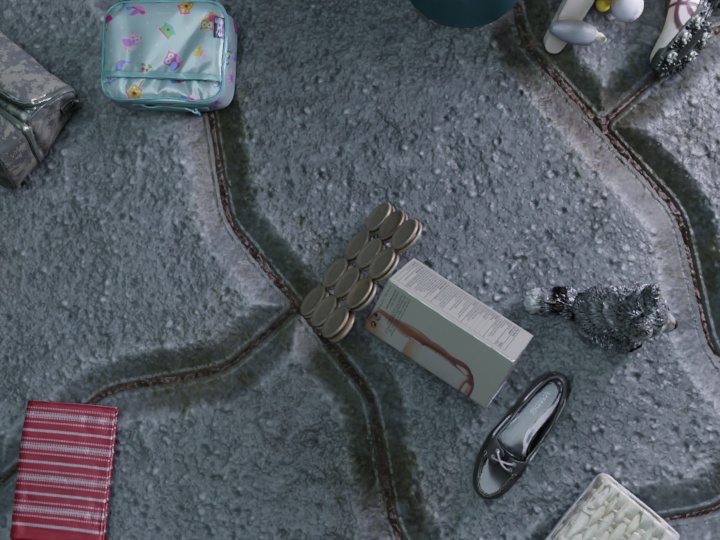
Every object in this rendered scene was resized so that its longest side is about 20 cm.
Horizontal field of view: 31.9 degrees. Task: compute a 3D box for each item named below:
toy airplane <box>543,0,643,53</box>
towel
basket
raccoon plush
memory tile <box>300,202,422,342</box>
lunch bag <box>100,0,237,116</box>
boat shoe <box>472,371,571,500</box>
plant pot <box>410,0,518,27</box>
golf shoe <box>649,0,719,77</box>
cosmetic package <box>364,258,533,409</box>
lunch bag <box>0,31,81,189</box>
[{"bbox_3d":[0.324,-0.392,1.703,0.198,0.200,0.142,-35,67,2],"label":"toy airplane"},{"bbox_3d":[-0.418,0.289,1.784,0.143,0.022,0.203,3,80,10],"label":"towel"},{"bbox_3d":[0.303,0.378,1.620,0.135,0.123,0.201,39,89,12],"label":"basket"},{"bbox_3d":[0.316,0.060,1.668,0.197,0.134,0.098,-3,82,7],"label":"raccoon plush"},{"bbox_3d":[0.000,0.000,1.722,0.017,0.153,0.201,39,88,-25],"label":"memory tile"},{"bbox_3d":[-0.275,-0.307,1.827,0.197,0.077,0.163,2,81,7],"label":"lunch bag"},{"bbox_3d":[0.214,0.220,1.696,0.067,0.057,0.201,35,87,11],"label":"boat shoe"},{"bbox_3d":[0.142,-0.463,1.756,0.198,0.161,0.203,-1,81,8],"label":"plant pot"},{"bbox_3d":[0.452,-0.360,1.757,0.088,0.077,0.201,33,84,31],"label":"golf shoe"},{"bbox_3d":[0.119,0.083,1.696,0.199,0.103,0.088,33,117,12],"label":"cosmetic package"},{"bbox_3d":[-0.527,-0.248,1.827,0.199,0.140,0.168,36,71,10],"label":"lunch bag"}]
